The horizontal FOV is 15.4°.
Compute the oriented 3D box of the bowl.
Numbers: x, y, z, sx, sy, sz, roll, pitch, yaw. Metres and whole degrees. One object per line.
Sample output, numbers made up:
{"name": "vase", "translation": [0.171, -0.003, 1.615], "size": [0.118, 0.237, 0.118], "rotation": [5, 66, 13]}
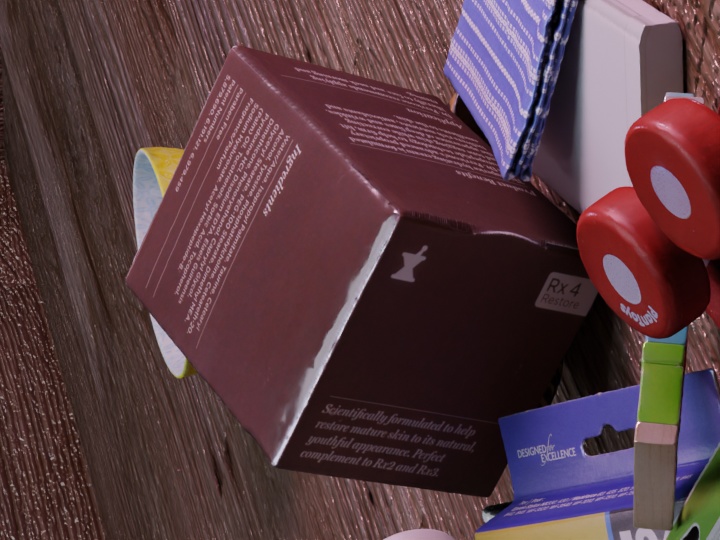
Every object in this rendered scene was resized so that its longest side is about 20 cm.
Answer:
{"name": "bowl", "translation": [-0.125, -0.014, 2.308], "size": [0.200, 0.107, 0.202], "rotation": [171, 90, -76]}

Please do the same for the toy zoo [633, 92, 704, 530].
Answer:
{"name": "toy zoo", "translation": [0.146, 0.008, 1.259], "size": [0.131, 0.020, 0.201], "rotation": [77, -161, -67]}

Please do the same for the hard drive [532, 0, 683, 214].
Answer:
{"name": "hard drive", "translation": [0.124, -0.093, 1.427], "size": [0.200, 0.026, 0.133], "rotation": [-132, 35, -64]}

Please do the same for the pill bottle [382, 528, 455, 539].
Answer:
{"name": "pill bottle", "translation": [0.059, 0.273, 1.758], "size": [0.113, 0.112, 0.201], "rotation": [95, 160, -45]}

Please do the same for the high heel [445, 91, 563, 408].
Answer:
{"name": "high heel", "translation": [0.076, -0.011, 1.580], "size": [0.200, 0.071, 0.143], "rotation": [-111, 15, -57]}

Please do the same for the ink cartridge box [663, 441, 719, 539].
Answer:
{"name": "ink cartridge box", "translation": [0.184, 0.199, 1.227], "size": [0.201, 0.075, 0.148], "rotation": [-92, 18, -48]}

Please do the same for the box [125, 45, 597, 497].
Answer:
{"name": "box", "translation": [0.000, 0.000, 1.515], "size": [0.200, 0.165, 0.165], "rotation": [47, 117, 46]}

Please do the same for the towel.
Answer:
{"name": "towel", "translation": [0.086, -0.166, 1.438], "size": [0.145, 0.024, 0.201], "rotation": [-116, 34, -57]}

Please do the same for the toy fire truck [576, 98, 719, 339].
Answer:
{"name": "toy fire truck", "translation": [0.191, -0.004, 1.097], "size": [0.168, 0.112, 0.200], "rotation": [51, 159, 13]}

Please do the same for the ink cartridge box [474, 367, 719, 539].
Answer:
{"name": "ink cartridge box", "translation": [0.135, 0.165, 1.370], "size": [0.197, 0.047, 0.201], "rotation": [-20, 87, 58]}

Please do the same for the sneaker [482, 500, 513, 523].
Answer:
{"name": "sneaker", "translation": [0.123, 0.169, 1.512], "size": [0.200, 0.073, 0.081], "rotation": [-175, 74, -76]}
